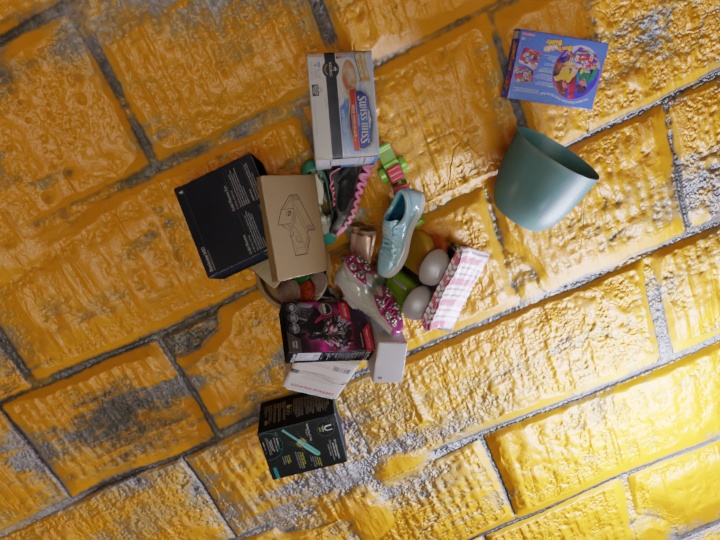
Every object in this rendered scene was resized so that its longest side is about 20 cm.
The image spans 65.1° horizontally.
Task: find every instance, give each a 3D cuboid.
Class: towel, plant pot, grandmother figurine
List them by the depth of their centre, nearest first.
[{"bbox_3d":[0.381,-0.186,1.220,0.197,0.202,0.163,21,121,-13],"label":"plant pot"},{"bbox_3d":[0.216,0.044,1.258,0.145,0.030,0.203,2,117,-54],"label":"towel"},{"bbox_3d":[0.000,0.000,1.300,0.059,0.121,0.205,-6,115,-32],"label":"grandmother figurine"}]

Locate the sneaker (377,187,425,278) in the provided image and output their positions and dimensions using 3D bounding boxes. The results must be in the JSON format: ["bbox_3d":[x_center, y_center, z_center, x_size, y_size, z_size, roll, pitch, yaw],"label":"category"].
[{"bbox_3d":[0.067,-0.084,1.211,0.081,0.073,0.204,8,105,-47],"label":"sneaker"}]

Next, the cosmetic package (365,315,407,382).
[{"bbox_3d":[0.048,0.162,1.310,0.069,0.201,0.104,3,113,-11],"label":"cosmetic package"}]

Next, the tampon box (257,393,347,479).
[{"bbox_3d":[-0.144,0.408,1.429,0.195,0.127,0.153,-13,113,-1],"label":"tampon box"}]

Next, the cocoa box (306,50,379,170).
[{"bbox_3d":[-0.035,-0.314,1.127,0.128,0.133,0.205,-5,93,-3],"label":"cocoa box"}]

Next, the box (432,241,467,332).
[{"bbox_3d":[0.219,0.041,1.355,0.069,0.065,0.204,15,108,-11],"label":"box"}]

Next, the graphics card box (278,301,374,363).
[{"bbox_3d":[-0.074,0.133,1.229,0.195,0.128,0.051,2,145,-21],"label":"graphics card box"}]

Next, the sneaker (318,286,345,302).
[{"bbox_3d":[-0.108,0.102,1.339,0.129,0.080,0.199,-43,109,13],"label":"sneaker"}]

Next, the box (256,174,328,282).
[{"bbox_3d":[-0.134,-0.089,1.138,0.021,0.162,0.205,-5,96,35],"label":"box"}]

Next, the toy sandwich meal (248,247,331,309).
[{"bbox_3d":[-0.162,-0.010,1.258,0.200,0.070,0.211,-1,83,12],"label":"toy sandwich meal"}]

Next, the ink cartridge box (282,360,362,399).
[{"bbox_3d":[-0.090,0.209,1.335,0.144,0.084,0.201,16,137,-14],"label":"ink cartridge box"}]

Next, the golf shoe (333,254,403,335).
[{"bbox_3d":[0.017,0.063,1.242,0.091,0.075,0.202,-40,82,38],"label":"golf shoe"}]

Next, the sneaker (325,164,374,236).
[{"bbox_3d":[-0.040,-0.176,1.224,0.094,0.079,0.204,21,85,-12],"label":"sneaker"}]

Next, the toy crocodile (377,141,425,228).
[{"bbox_3d":[0.087,-0.187,1.254,0.066,0.062,0.203,-23,111,4],"label":"toy crocodile"}]

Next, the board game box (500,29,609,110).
[{"bbox_3d":[0.411,-0.426,1.202,0.195,0.045,0.138,6,111,-8],"label":"board game box"}]

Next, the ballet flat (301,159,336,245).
[{"bbox_3d":[-0.093,-0.141,1.250,0.066,0.071,0.204,-12,112,-1],"label":"ballet flat"}]

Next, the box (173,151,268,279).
[{"bbox_3d":[-0.262,-0.110,1.191,0.179,0.104,0.204,-22,87,3],"label":"box"}]

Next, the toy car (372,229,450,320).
[{"bbox_3d":[0.132,0.006,1.300,0.148,0.174,0.203,3,116,-46],"label":"toy car"}]
